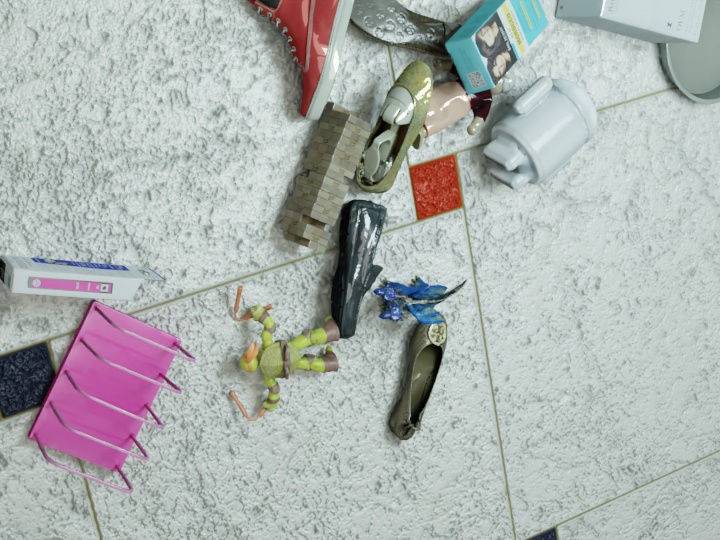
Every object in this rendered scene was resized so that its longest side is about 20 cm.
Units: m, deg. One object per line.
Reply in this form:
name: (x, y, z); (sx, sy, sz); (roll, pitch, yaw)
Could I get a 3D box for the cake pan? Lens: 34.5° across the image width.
cake pan: (0.569, -0.377, 1.907); (0.197, 0.037, 0.204); (-5, 102, -26)

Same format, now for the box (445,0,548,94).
box: (0.200, -0.342, 1.677); (0.200, 0.049, 0.083); (-50, 121, -40)

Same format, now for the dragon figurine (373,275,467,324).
dragon figurine: (0.092, 0.045, 1.719); (0.197, 0.099, 0.060); (2, 100, -30)

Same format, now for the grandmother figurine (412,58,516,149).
grandmother figurine: (0.147, -0.258, 1.712); (0.198, 0.060, 0.123); (-26, 97, -22)

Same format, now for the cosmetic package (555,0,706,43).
cosmetic package: (0.425, -0.467, 1.771); (0.197, 0.123, 0.203); (6, 97, -26)

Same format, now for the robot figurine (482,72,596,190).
robot figurine: (0.277, -0.211, 1.752); (0.199, 0.113, 0.171); (-40, 138, -14)

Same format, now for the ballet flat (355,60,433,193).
ballet flat: (0.045, -0.198, 1.636); (0.070, 0.071, 0.203); (10, 116, -27)

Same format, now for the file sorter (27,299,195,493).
file sorter: (-0.322, 0.169, 1.524); (0.138, 0.125, 0.203); (27, 88, -27)

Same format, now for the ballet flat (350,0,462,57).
ballet flat: (0.066, -0.346, 1.656); (0.197, 0.046, 0.069); (10, 85, -24)

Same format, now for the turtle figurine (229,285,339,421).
turtle figurine: (-0.108, 0.112, 1.653); (0.159, 0.064, 0.204); (-11, 105, -24)

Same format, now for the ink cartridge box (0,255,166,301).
ink cartridge box: (-0.357, 0.010, 1.492); (0.197, 0.094, 0.038); (3, 100, -27)

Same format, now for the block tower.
block tower: (-0.048, -0.131, 1.632); (0.054, 0.057, 0.203); (19, 90, -47)

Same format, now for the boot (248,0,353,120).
boot: (-0.093, -0.313, 1.584); (0.141, 0.073, 0.203); (12, 111, -5)

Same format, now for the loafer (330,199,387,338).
loafer: (0.000, 0.000, 1.682); (0.069, 0.068, 0.205); (7, 94, -18)

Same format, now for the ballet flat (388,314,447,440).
ballet flat: (0.094, 0.164, 1.770); (0.066, 0.046, 0.203); (16, 96, -31)
